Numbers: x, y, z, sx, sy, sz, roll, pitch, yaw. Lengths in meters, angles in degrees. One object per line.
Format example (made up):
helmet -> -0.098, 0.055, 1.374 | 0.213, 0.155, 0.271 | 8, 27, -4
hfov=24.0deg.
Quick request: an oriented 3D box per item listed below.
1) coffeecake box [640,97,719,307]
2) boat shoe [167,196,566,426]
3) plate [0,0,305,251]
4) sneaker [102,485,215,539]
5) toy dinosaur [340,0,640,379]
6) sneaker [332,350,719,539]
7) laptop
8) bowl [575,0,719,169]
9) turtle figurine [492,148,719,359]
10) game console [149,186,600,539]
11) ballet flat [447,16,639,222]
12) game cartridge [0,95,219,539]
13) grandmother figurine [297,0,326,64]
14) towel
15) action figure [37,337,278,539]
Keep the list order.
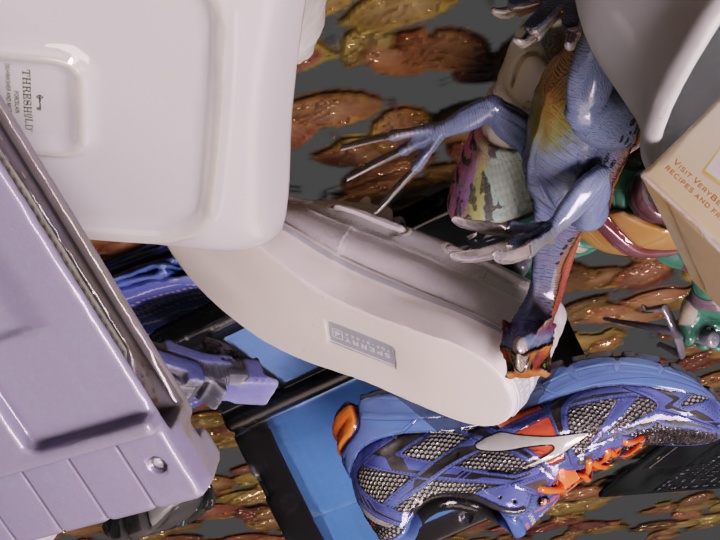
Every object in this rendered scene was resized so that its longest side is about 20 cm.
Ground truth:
coffeecake box -> 0.189, -0.060, 0.524 | 0.200, 0.073, 0.153 | -46, 161, 4
boat shoe -> 0.000, 0.000, 0.770 | 0.199, 0.069, 0.072 | 20, 139, 30
plate -> -0.119, -0.068, 0.583 | 0.199, 0.032, 0.200 | 5, 145, -4
sneaker -> -0.111, 0.105, 0.913 | 0.079, 0.076, 0.200 | 3, 175, -23
toy dinosaur -> 0.089, -0.041, 0.647 | 0.199, 0.105, 0.182 | -14, 134, 7
sneaker -> 0.088, 0.095, 0.853 | 0.199, 0.079, 0.075 | -11, 158, 6
laptop -> 0.322, 0.191, 1.357 | 0.199, 0.104, 0.177 | -2, 155, -18
bowl -> 0.129, -0.129, 0.505 | 0.201, 0.090, 0.201 | -39, 162, -16
turtle figurine -> 0.129, -0.015, 0.798 | 0.149, 0.101, 0.200 | 5, 171, -23
game console -> 0.016, 0.067, 0.895 | 0.199, 0.117, 0.176 | -26, 154, 10
ballet flat -> 0.107, -0.084, 0.695 | 0.199, 0.069, 0.071 | -26, 135, 25
game cartridge -> -0.149, 0.011, 0.576 | 0.129, 0.038, 0.201 | -19, 116, 21
grandmother figurine -> -0.092, -0.066, 0.661 | 0.200, 0.061, 0.121 | -31, 163, 34
towel -> -0.099, 0.038, 0.939 | 0.144, 0.024, 0.200 | -20, 155, 26
action figure -> -0.146, 0.051, 0.732 | 0.199, 0.194, 0.105 | 11, 121, -26
